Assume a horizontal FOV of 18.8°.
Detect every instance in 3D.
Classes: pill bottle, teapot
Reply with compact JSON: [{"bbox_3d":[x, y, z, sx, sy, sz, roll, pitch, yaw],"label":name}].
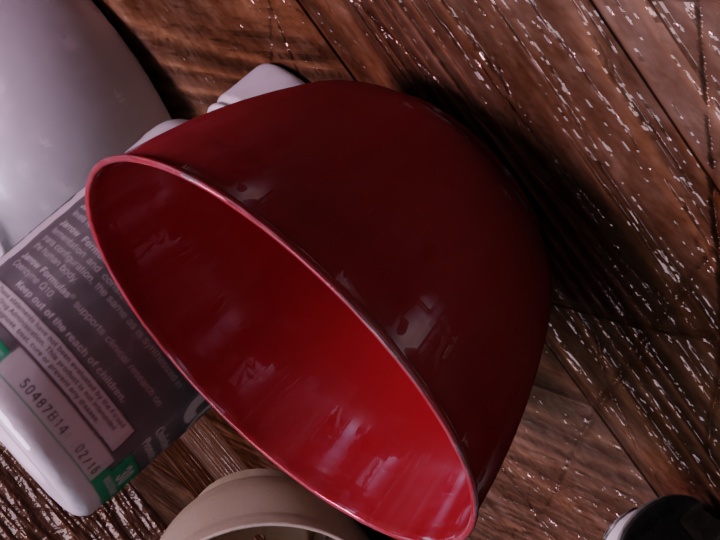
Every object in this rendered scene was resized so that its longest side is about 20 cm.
[{"bbox_3d":[-0.087,0.005,0.972,0.113,0.200,0.113,45,167,13],"label":"pill bottle"},{"bbox_3d":[-0.200,-0.069,1.215,0.200,0.146,0.197,49,164,8],"label":"teapot"}]

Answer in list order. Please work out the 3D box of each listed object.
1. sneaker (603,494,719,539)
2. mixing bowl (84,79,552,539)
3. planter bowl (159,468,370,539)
[{"bbox_3d":[0.175,0.186,0.949,0.200,0.074,0.089,57,168,5],"label":"sneaker"},{"bbox_3d":[0.000,0.000,0.850,0.200,0.108,0.200,36,155,19],"label":"mixing bowl"},{"bbox_3d":[-0.077,0.240,1.708,0.200,0.200,0.135,55,-168,-29],"label":"planter bowl"}]
